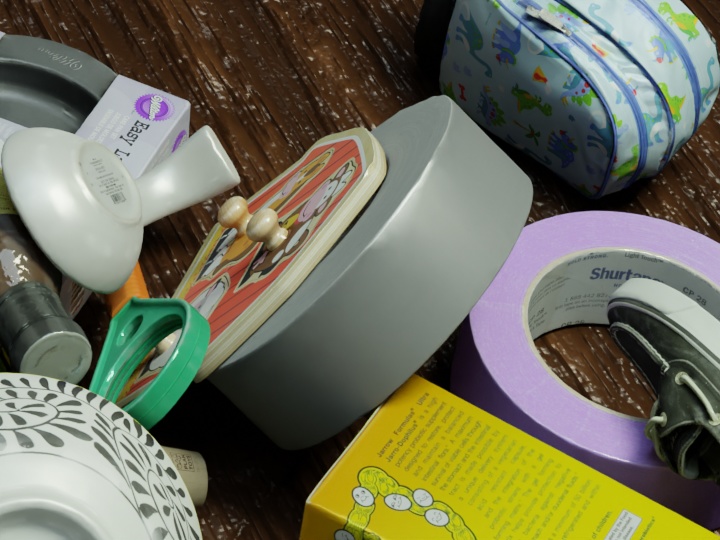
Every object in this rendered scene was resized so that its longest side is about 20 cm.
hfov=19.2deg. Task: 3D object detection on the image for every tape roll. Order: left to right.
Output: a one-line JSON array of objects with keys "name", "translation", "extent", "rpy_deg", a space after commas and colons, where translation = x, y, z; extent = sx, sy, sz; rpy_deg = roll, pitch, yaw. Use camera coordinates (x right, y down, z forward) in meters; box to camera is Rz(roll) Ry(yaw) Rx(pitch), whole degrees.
[{"name": "tape roll", "translation": [0.000, 0.000, 1.152], "extent": [0.066, 0.200, 0.201], "rpy_deg": [42, 43, -15]}, {"name": "tape roll", "translation": [0.154, 0.057, 1.226], "extent": [0.198, 0.066, 0.201], "rpy_deg": [6, 43, -6]}]

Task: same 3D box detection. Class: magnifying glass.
[{"name": "magnifying glass", "translation": [-0.120, 0.032, 1.134], "extent": [0.022, 0.080, 0.200], "rpy_deg": [41, 7, -20]}]

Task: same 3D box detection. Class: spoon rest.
[{"name": "spoon rest", "translation": [-0.136, -0.039, 1.174], "extent": [0.100, 0.060, 0.200], "rpy_deg": [59, 24, 4]}]

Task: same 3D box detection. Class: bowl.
[{"name": "bowl", "translation": [-0.158, 0.146, 0.970], "extent": [0.199, 0.094, 0.203], "rpy_deg": [1, 86, -16]}]

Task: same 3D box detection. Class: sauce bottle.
[{"name": "sauce bottle", "translation": [-0.197, -0.008, 1.127], "extent": [0.064, 0.065, 0.200], "rpy_deg": [-14, 38, -24]}]

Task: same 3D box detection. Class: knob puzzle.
[{"name": "knob puzzle", "translation": [-0.059, -0.016, 1.168], "extent": [0.030, 0.219, 0.220], "rpy_deg": [43, 43, -15]}]

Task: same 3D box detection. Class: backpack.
[{"name": "backpack", "translation": [0.134, -0.142, 1.374], "extent": [0.199, 0.164, 0.154], "rpy_deg": [27, 54, 6]}]

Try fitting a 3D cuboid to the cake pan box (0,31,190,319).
[{"name": "cake pan box", "translation": [-0.219, -0.063, 1.280], "extent": [0.183, 0.053, 0.201], "rpy_deg": [23, 45, 8]}]

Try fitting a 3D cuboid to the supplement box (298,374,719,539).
[{"name": "supplement box", "translation": [0.075, 0.162, 1.070], "extent": [0.199, 0.109, 0.110], "rpy_deg": [27, 45, 16]}]

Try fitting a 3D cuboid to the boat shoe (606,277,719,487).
[{"name": "boat shoe", "translation": [0.183, 0.075, 1.115], "extent": [0.063, 0.071, 0.200], "rpy_deg": [-36, 45, -10]}]

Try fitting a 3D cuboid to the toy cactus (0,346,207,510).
[{"name": "toy cactus", "translation": [-0.160, 0.102, 1.105], "extent": [0.164, 0.103, 0.200], "rpy_deg": [1, 34, -26]}]
